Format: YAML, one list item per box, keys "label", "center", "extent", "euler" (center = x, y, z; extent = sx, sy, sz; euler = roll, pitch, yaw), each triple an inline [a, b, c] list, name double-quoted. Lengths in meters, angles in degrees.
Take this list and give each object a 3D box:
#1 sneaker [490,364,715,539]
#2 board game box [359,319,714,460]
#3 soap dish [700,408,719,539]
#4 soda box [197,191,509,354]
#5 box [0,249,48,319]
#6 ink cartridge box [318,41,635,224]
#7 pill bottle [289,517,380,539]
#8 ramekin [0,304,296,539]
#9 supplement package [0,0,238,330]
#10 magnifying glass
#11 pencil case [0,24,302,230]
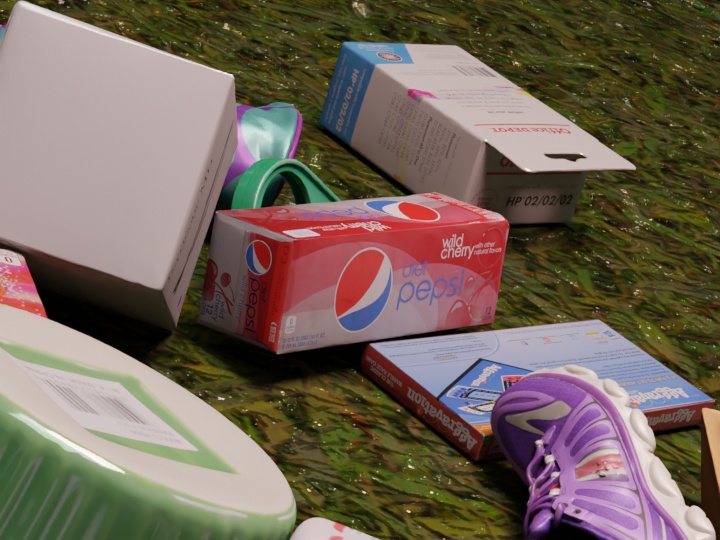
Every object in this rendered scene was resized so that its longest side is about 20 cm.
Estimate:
- label: "sneaker"
  center: [0.111, 0.116, 1.240]
  extent: [0.083, 0.081, 0.200]
  euler: [0, 30, -25]
- label: "board game box"
  center: [0.105, 0.067, 1.421]
  extent: [0.200, 0.019, 0.103]
  euler: [-4, 30, -43]
- label: "soap dish"
  center: [0.274, 0.147, 1.286]
  extent: [0.200, 0.081, 0.157]
  euler: [16, 22, -5]
- label: "soda box"
  center: [0.000, 0.000, 1.403]
  extent: [0.063, 0.070, 0.200]
  euler: [19, 17, 38]
- label: "box"
  center: [-0.247, 0.041, 1.107]
  extent: [0.200, 0.095, 0.100]
  euler: [8, 25, -24]
- label: "ink cartridge box"
  center: [0.079, -0.086, 1.688]
  extent: [0.115, 0.068, 0.200]
  euler: [-3, 30, -41]
- label: "pill bottle"
  center: [0.050, 0.184, 0.992]
  extent: [0.200, 0.109, 0.109]
  euler: [21, 23, 5]
- label: "ramekin"
  center: [-0.124, 0.094, 1.008]
  extent: [0.200, 0.098, 0.200]
  euler: [29, 9, -5]
- label: "supplement package"
  center: [-0.135, -0.048, 1.268]
  extent: [0.117, 0.117, 0.200]
  euler: [19, -7, 0]
- label: "magnifying glass"
  center: [-0.020, -0.028, 1.488]
  extent: [0.022, 0.080, 0.200]
  euler: [0, 1, 27]
- label: "pencil case"
  center: [-0.142, -0.085, 1.494]
  extent: [0.200, 0.085, 0.092]
  euler: [16, 40, -8]
